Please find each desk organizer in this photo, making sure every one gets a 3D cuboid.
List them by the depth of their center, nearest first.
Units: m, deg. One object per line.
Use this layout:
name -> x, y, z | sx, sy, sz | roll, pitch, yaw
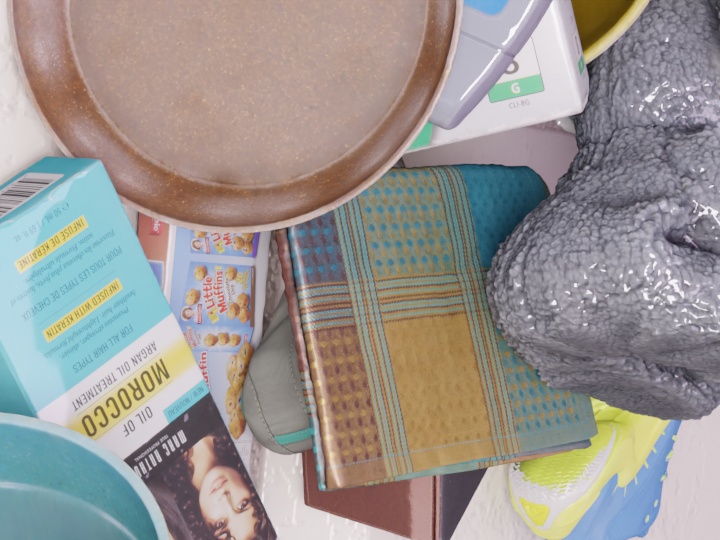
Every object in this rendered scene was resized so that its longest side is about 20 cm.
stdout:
desk organizer -> 0.044, 0.044, 1.122 | 0.200, 0.076, 0.072 | -57, 155, -42

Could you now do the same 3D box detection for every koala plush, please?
koala plush -> 0.148, -0.049, 1.032 | 0.183, 0.177, 0.202 | 16, 71, -34

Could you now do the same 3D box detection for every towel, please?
towel -> 0.036, 0.022, 1.024 | 0.199, 0.022, 0.148 | -4, 82, -49

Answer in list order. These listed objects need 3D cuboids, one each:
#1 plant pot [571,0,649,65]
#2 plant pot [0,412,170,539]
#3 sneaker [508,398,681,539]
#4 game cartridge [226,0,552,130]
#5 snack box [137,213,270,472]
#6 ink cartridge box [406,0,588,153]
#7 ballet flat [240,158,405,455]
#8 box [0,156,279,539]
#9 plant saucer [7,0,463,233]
plant pot -> 0.061, -0.199, 1.052 | 0.142, 0.198, 0.202 | -59, 142, -68
plant pot -> -0.153, 0.191, 0.835 | 0.200, 0.199, 0.189 | -47, 143, -36
sneaker -> 0.156, 0.091, 1.280 | 0.200, 0.075, 0.106 | -46, 139, -28
game cartridge -> 0.036, -0.172, 0.939 | 0.040, 0.132, 0.201 | -21, 134, -79
snack box -> -0.078, 0.045, 1.020 | 0.072, 0.024, 0.202 | 4, 91, -51
ink cartridge box -> 0.004, -0.153, 0.978 | 0.050, 0.160, 0.202 | -65, 141, -68
ballet flat -> 0.000, 0.000, 1.051 | 0.067, 0.063, 0.201 | 42, 52, -33
box -> -0.113, 0.058, 0.937 | 0.082, 0.049, 0.201 | -37, 116, -30
plant saucer -> -0.052, -0.117, 0.925 | 0.034, 0.198, 0.202 | -9, 103, -79
